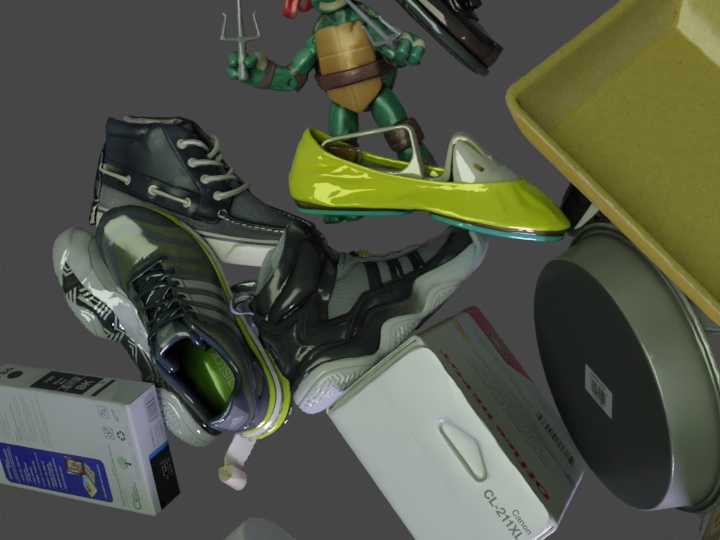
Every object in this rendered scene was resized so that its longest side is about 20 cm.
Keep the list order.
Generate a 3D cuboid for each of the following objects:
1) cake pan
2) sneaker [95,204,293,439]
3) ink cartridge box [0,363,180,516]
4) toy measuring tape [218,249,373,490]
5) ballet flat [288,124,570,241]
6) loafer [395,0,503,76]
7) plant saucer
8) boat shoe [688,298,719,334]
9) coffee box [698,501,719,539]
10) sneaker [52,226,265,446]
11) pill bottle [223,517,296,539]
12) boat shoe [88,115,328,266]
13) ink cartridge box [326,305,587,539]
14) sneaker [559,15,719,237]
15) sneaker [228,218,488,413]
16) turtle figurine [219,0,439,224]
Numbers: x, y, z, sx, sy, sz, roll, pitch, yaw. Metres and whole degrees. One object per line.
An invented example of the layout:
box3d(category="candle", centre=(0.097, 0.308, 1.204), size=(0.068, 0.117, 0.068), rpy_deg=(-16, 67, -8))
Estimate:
box3d(category="cake pan", centre=(0.171, 0.070, 0.874), size=(0.036, 0.200, 0.202), rpy_deg=(-19, 87, -15))
box3d(category="sneaker", centre=(-0.124, 0.032, 0.938), size=(0.074, 0.081, 0.200), rpy_deg=(-42, 76, 11))
box3d(category="ink cartridge box", centre=(-0.237, 0.129, 1.048), size=(0.198, 0.039, 0.101), rpy_deg=(5, 117, 30))
box3d(category="toy measuring tape", centre=(-0.033, 0.076, 0.978), size=(0.073, 0.074, 0.202), rpy_deg=(24, 78, 13))
box3d(category="ballet flat", centre=(0.046, -0.064, 0.904), size=(0.197, 0.067, 0.068), rpy_deg=(8, 104, 12))
box3d(category="loafer", centre=(0.037, -0.227, 0.959), size=(0.063, 0.072, 0.200), rpy_deg=(-45, 78, 10))
box3d(category="plant saucer", centre=(0.209, -0.075, 0.816), size=(0.199, 0.049, 0.200), rpy_deg=(-39, 78, -29))
box3d(category="boat shoe", centre=(0.299, -0.020, 0.882), size=(0.201, 0.086, 0.075), rpy_deg=(-31, 84, 16))
box3d(category="coffee box", centre=(0.273, 0.147, 0.841), size=(0.079, 0.200, 0.115), rpy_deg=(31, 102, 11))
box3d(category="sneaker", centre=(-0.143, 0.027, 1.026), size=(0.115, 0.075, 0.201), rpy_deg=(-38, 88, 15))
box3d(category="pill bottle", centre=(-0.122, 0.288, 1.011), size=(0.200, 0.119, 0.120), rpy_deg=(-45, 81, 15))
box3d(category="boat shoe", centre=(-0.115, -0.063, 1.008), size=(0.198, 0.075, 0.094), rpy_deg=(11, 104, 16))
box3d(category="ink cartridge box", centre=(0.072, 0.112, 0.899), size=(0.083, 0.200, 0.146), rpy_deg=(-38, 83, 15))
box3d(category="sneaker", centre=(0.182, -0.122, 0.925), size=(0.090, 0.070, 0.201), rpy_deg=(36, 98, 17))
box3d(category="sneaker", centre=(0.000, 0.000, 0.927), size=(0.114, 0.200, 0.076), rpy_deg=(47, 148, 4))
box3d(category="turtle figurine", centre=(-0.008, -0.142, 0.961), size=(0.148, 0.101, 0.202), rpy_deg=(-11, 106, 31))
